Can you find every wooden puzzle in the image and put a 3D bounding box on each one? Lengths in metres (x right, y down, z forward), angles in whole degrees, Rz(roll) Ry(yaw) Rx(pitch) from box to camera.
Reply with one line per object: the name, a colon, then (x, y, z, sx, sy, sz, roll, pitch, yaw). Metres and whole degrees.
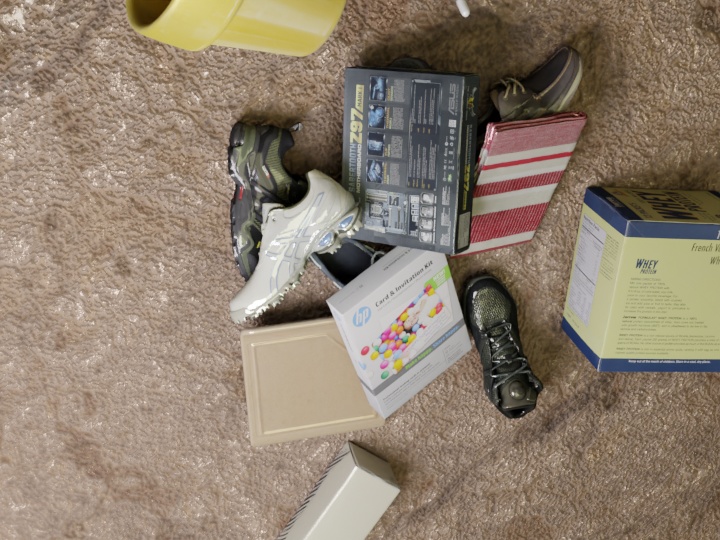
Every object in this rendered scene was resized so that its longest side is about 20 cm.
wooden puzzle: (-0.058, 0.137, 1.358, 0.182, 0.037, 0.203, -7, 125, -9)

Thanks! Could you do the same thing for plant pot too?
plant pot: (-0.120, -0.316, 1.099, 0.187, 0.201, 0.203, 13, 109, -34)

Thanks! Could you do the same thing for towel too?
towel: (0.184, -0.103, 1.278, 0.142, 0.023, 0.202, -11, 139, -29)

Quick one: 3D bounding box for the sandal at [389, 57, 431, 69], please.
sandal: (0.059, -0.151, 1.266, 0.075, 0.043, 0.204, 17, 108, 27)

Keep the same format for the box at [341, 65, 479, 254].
box: (0.054, -0.129, 1.218, 0.155, 0.051, 0.204, 9, 105, 29)

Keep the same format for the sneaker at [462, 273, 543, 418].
sneaker: (0.188, 0.106, 1.369, 0.075, 0.114, 0.203, -16, 112, -7)

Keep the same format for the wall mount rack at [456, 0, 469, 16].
wall mount rack: (0.134, -0.394, 1.177, 0.197, 0.075, 0.176, -24, 115, -2)

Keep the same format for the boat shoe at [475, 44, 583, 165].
boat shoe: (0.187, -0.193, 1.270, 0.073, 0.075, 0.201, 36, 99, -23)

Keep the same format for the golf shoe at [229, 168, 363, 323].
golf shoe: (-0.092, -0.030, 1.217, 0.200, 0.078, 0.097, -44, 101, 1)

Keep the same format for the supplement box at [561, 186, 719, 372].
supplement box: (0.386, 0.011, 1.362, 0.196, 0.135, 0.203, 1, 112, -13)

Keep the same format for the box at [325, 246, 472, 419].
box: (0.053, 0.068, 1.308, 0.155, 0.041, 0.202, -36, 133, -17)

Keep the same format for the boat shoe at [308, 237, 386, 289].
boat shoe: (0.000, 0.000, 1.311, 0.075, 0.062, 0.200, -47, 115, 3)

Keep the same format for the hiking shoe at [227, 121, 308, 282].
hiking shoe: (-0.105, -0.074, 1.250, 0.099, 0.076, 0.204, -3, 111, -8)

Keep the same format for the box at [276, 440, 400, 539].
box: (-0.037, 0.340, 1.435, 0.082, 0.069, 0.201, 32, 101, -22)
